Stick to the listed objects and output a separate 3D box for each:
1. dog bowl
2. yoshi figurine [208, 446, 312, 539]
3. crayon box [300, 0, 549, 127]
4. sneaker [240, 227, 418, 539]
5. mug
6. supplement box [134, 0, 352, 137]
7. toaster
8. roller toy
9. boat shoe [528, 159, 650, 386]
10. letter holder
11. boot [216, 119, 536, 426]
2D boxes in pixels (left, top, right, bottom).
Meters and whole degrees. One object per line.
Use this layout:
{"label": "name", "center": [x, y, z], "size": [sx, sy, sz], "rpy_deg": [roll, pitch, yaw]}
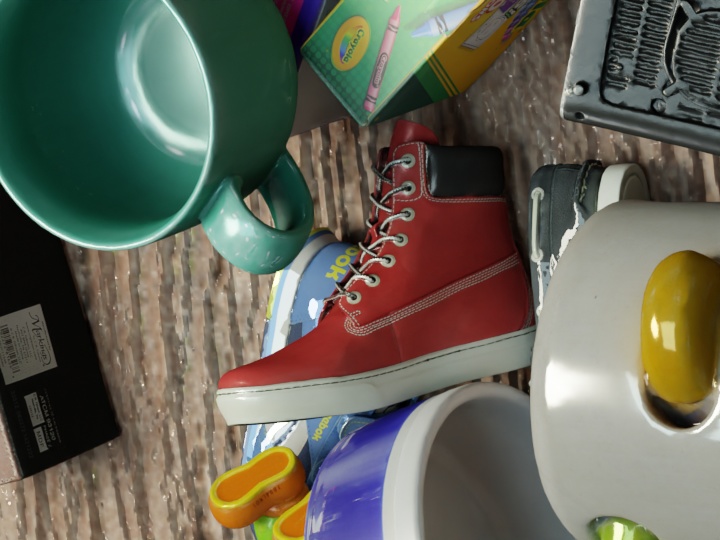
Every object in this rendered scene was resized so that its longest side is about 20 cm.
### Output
{"label": "dog bowl", "center": [0.062, 0.164, 1.569], "size": [0.079, 0.200, 0.201], "rpy_deg": [-21, 91, 34]}
{"label": "yoshi figurine", "center": [-0.027, 0.202, 1.650], "size": [0.111, 0.113, 0.201], "rpy_deg": [-9, 130, 14]}
{"label": "crayon box", "center": [0.070, -0.168, 1.533], "size": [0.058, 0.119, 0.200], "rpy_deg": [49, 120, 10]}
{"label": "sneaker", "center": [-0.014, 0.081, 1.668], "size": [0.082, 0.074, 0.201], "rpy_deg": [16, 110, 24]}
{"label": "mug", "center": [-0.104, -0.082, 1.538], "size": [0.152, 0.114, 0.186], "rpy_deg": [-14, 96, 32]}
{"label": "supplement box", "center": [-0.088, -0.164, 1.635], "size": [0.200, 0.101, 0.104], "rpy_deg": [32, 116, 20]}
{"label": "toaster", "center": [0.207, -0.145, 1.401], "size": [0.199, 0.119, 0.182], "rpy_deg": [13, 107, 13]}
{"label": "roller toy", "center": [0.180, 0.055, 1.484], "size": [0.139, 0.182, 0.201], "rpy_deg": [3, 120, 29]}
{"label": "boat shoe", "center": [0.120, 0.042, 1.584], "size": [0.060, 0.076, 0.201], "rpy_deg": [3, 91, 27]}
{"label": "letter holder", "center": [-0.253, 0.029, 1.777], "size": [0.142, 0.100, 0.201], "rpy_deg": [-13, 95, 33]}
{"label": "boot", "center": [0.000, 0.000, 1.577], "size": [0.072, 0.199, 0.145], "rpy_deg": [-4, 101, 58]}
